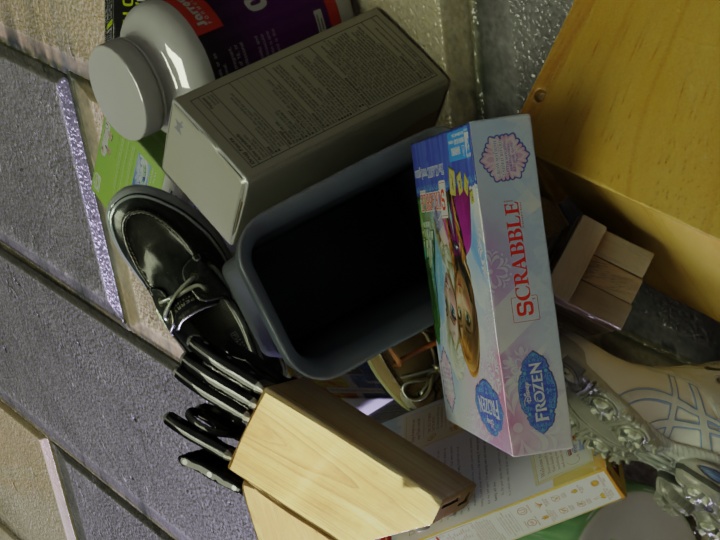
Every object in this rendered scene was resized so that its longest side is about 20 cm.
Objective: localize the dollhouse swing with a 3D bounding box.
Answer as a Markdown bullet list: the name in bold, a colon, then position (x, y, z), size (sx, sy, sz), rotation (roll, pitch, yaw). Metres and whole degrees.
- **dollhouse swing**: position (0.229, -0.065, 0.976), size (0.200, 0.176, 0.182), rotation (30, 96, 42)

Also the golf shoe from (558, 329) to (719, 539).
- **golf shoe**: position (0.199, 0.089, 1.042), size (0.200, 0.097, 0.078), rotation (39, 158, -12)

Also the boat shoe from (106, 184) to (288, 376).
- **boat shoe**: position (-0.123, 0.020, 1.207), size (0.200, 0.072, 0.071), rotation (50, -164, -12)

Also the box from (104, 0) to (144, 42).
- **box**: position (-0.195, -0.224, 1.351), size (0.200, 0.044, 0.161), rotation (-154, 65, -78)

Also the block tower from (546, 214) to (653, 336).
- **block tower**: position (0.144, 0.008, 1.046), size (0.058, 0.054, 0.200), rotation (26, 176, 2)

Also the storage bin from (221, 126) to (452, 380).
- **storage bin**: position (0.000, 0.000, 1.164), size (0.146, 0.200, 0.134), rotation (63, 160, -4)

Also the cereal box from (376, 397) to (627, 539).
- **cereal box**: position (0.091, 0.141, 1.153), size (0.200, 0.144, 0.040), rotation (-24, 122, 19)

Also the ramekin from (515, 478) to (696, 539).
- **ramekin**: position (0.167, 0.244, 1.167), size (0.098, 0.200, 0.200), rotation (-1, 114, 48)

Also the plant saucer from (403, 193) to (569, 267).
- **plant saucer**: position (0.093, -0.007, 1.225), size (0.200, 0.035, 0.201), rotation (36, 141, 37)

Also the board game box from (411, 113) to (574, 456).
- **board game box**: position (0.080, 0.008, 1.012), size (0.200, 0.041, 0.200), rotation (-179, 81, -82)

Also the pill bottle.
- **pill bottle**: position (-0.108, -0.174, 1.229), size (0.112, 0.200, 0.113), rotation (36, 141, 36)

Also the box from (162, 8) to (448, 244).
- **box**: position (-0.041, -0.111, 1.180), size (0.095, 0.200, 0.078), rotation (49, 147, 21)

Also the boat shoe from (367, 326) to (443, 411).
- **boat shoe**: position (0.084, 0.107, 1.253), size (0.201, 0.073, 0.063), rotation (49, 169, -10)

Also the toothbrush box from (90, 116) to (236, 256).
- **toothbrush box**: position (-0.128, -0.065, 1.343), size (0.200, 0.145, 0.086), rotation (43, 124, 52)

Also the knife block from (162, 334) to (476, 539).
- **knife block**: position (-0.038, 0.112, 1.114), size (0.200, 0.064, 0.176), rotation (-19, 86, 26)

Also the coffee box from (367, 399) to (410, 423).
- **coffee box**: position (0.032, 0.176, 1.303), size (0.080, 0.200, 0.113), rotation (-14, 103, 59)

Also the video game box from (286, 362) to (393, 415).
- **video game box**: position (-0.060, 0.064, 1.374), size (0.182, 0.200, 0.047), rotation (44, 107, 25)
